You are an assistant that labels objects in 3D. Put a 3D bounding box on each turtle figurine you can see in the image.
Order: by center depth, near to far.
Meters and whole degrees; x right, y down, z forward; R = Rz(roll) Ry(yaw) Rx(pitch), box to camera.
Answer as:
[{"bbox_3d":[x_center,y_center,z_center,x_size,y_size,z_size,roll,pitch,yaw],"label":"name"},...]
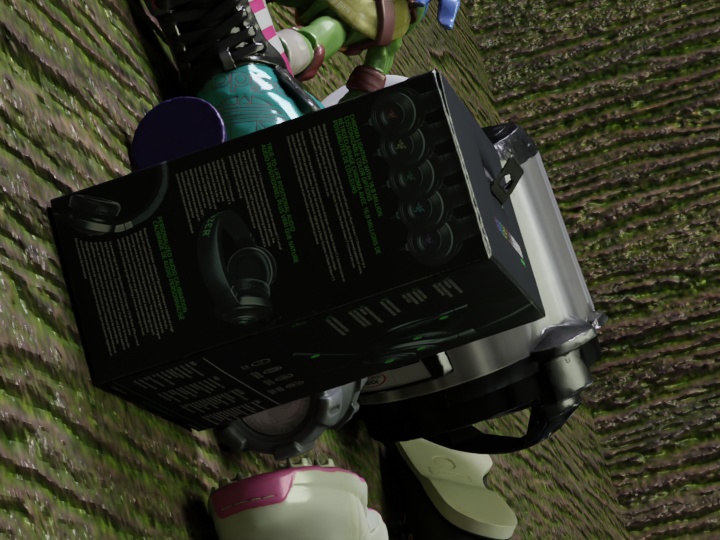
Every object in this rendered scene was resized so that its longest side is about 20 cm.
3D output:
[{"bbox_3d":[-0.054,-0.145,1.867,0.194,0.199,0.145,-8,103,-62],"label":"turtle figurine"}]

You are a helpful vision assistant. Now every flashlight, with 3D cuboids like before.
[{"bbox_3d":[-0.032,0.060,1.595,0.200,0.067,0.068,-22,91,-80],"label":"flashlight"}]

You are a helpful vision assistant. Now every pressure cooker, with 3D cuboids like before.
[{"bbox_3d":[0.062,0.023,1.903,0.176,0.178,0.201,-78,149,-79],"label":"pressure cooker"}]

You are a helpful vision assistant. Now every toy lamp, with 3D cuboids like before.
[{"bbox_3d":[-0.064,-0.022,1.594,0.200,0.058,0.058,54,19,-60],"label":"toy lamp"}]

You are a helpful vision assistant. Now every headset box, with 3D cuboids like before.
[{"bbox_3d":[-0.017,-0.007,1.372,0.174,0.199,0.093,37,36,-74],"label":"headset box"}]

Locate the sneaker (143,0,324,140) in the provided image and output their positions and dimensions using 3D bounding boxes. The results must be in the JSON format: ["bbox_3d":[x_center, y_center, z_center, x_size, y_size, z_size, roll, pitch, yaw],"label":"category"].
[{"bbox_3d":[-0.076,-0.118,1.649,0.200,0.083,0.121,65,1,-46],"label":"sneaker"}]

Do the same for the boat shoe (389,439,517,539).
[{"bbox_3d":[0.054,0.154,1.988,0.201,0.073,0.063,-115,-138,-67],"label":"boat shoe"}]

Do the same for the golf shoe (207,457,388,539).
[{"bbox_3d":[-0.021,0.151,1.459,0.200,0.075,0.092,50,27,-66],"label":"golf shoe"}]

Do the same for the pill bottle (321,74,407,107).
[{"bbox_3d":[0.035,-0.039,2.100,0.200,0.106,0.107,61,13,-49],"label":"pill bottle"}]
